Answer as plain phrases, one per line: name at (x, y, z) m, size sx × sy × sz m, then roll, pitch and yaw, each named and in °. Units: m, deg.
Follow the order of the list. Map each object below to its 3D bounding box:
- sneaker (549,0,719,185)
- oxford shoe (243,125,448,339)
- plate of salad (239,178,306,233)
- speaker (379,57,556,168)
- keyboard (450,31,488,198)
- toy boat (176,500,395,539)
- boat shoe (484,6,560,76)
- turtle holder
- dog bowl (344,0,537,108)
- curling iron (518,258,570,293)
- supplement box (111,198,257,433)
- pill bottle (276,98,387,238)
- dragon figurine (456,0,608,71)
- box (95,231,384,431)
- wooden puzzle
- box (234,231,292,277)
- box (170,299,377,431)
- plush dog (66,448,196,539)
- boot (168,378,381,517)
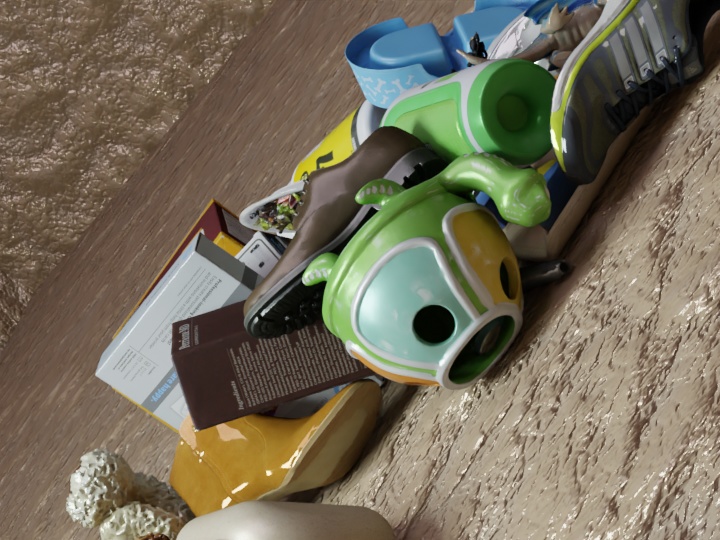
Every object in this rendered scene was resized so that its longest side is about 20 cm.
sneaker at (0.206, -0.150, 1.471) m, size 0.081 × 0.074 × 0.201 m, roll 22°, pitch 80°, yaw 34°
oxford shoe at (-0.024, -0.030, 1.551) m, size 0.200 × 0.073 × 0.084 m, roll -45°, pitch 57°, yaw -2°
plate of salad at (-0.011, -0.052, 1.816) m, size 0.200 × 0.199 × 0.048 m, roll -28°, pitch 68°, yaw 62°
speaker at (0.084, -0.113, 1.565) m, size 0.089 × 0.088 × 0.200 m, roll -58°, pitch 16°, yaw -15°
keyboard at (0.097, -0.129, 1.729) m, size 0.200 × 0.020 × 0.128 m, roll -104°, pitch 25°, yaw -64°
toy boat at (-0.054, 0.234, 1.415) m, size 0.200 × 0.130 × 0.132 m, roll 151°, pitch 121°, yaw -63°
boat shoe at (0.171, -0.208, 1.760) m, size 0.200 × 0.073 × 0.065 m, roll -53°, pitch 9°, yaw 10°
turtle holder at (0.065, 0.004, 1.483) m, size 0.185 × 0.132 × 0.141 m, roll -39°, pitch -30°, yaw -7°
dog bowl at (0.087, -0.204, 1.874) m, size 0.199 × 0.050 × 0.112 m, roll -15°, pitch 30°, yaw -1°
curling iron at (0.109, 0.005, 1.550) m, size 0.050 × 0.025 × 0.200 m, roll -61°, pitch 15°, yaw -14°
supplement box at (-0.156, 0.057, 2.119) m, size 0.198 × 0.133 × 0.200 m, roll -53°, pitch 13°, yaw 7°
pill bottle at (0.001, -0.086, 1.966) m, size 0.200 × 0.114 × 0.115 m, roll -40°, pitch 20°, yaw 49°
dragon figurine at (0.172, -0.197, 1.621) m, size 0.199 × 0.059 × 0.099 m, roll -26°, pitch 11°, yaw -4°
box at (-0.103, 0.084, 1.715) m, size 0.156 × 0.200 × 0.041 m, roll -48°, pitch 15°, yaw 24°
wooden puzzle at (0.155, -0.093, 1.590) m, size 0.186 × 0.046 × 0.200 m, roll -57°, pitch 13°, yaw -9°
box at (-0.075, 0.033, 1.829) m, size 0.117 × 0.060 × 0.200 m, roll -46°, pitch -17°, yaw 10°
box at (-0.051, 0.056, 1.621) m, size 0.199 × 0.075 × 0.100 m, roll -20°, pitch 15°, yaw -1°
plush dog at (-0.171, 0.269, 1.705) m, size 0.172 × 0.159 × 0.201 m, roll -103°, pitch 16°, yaw -55°
boot at (-0.080, 0.136, 1.652) m, size 0.144 × 0.071 × 0.202 m, roll 44°, pitch 108°, yaw 36°
